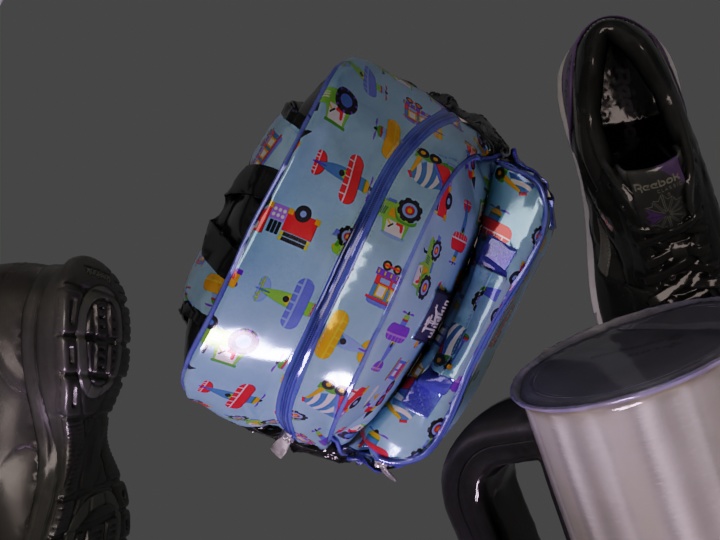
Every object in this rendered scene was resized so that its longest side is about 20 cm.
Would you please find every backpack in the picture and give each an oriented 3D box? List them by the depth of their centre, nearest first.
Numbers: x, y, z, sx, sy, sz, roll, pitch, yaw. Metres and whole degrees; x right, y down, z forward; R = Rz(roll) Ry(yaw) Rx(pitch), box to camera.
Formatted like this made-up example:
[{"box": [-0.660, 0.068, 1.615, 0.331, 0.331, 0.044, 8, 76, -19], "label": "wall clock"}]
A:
[{"box": [0.000, 0.000, 1.187, 0.134, 0.200, 0.183, 28, 90, 6], "label": "backpack"}]

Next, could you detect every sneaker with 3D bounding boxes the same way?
[{"box": [0.134, -0.019, 1.231, 0.075, 0.088, 0.201, -19, 86, 4], "label": "sneaker"}, {"box": [-0.161, 0.091, 1.270, 0.090, 0.076, 0.201, 5, 91, 25], "label": "sneaker"}]

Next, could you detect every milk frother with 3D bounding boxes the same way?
[{"box": [0.113, 0.141, 1.156, 0.180, 0.200, 0.189, -16, 104, 18], "label": "milk frother"}]

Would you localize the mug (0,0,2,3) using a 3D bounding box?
[{"box": [-0.225, -0.196, 1.249, 0.174, 0.148, 0.201, 3, 124, 13], "label": "mug"}]
